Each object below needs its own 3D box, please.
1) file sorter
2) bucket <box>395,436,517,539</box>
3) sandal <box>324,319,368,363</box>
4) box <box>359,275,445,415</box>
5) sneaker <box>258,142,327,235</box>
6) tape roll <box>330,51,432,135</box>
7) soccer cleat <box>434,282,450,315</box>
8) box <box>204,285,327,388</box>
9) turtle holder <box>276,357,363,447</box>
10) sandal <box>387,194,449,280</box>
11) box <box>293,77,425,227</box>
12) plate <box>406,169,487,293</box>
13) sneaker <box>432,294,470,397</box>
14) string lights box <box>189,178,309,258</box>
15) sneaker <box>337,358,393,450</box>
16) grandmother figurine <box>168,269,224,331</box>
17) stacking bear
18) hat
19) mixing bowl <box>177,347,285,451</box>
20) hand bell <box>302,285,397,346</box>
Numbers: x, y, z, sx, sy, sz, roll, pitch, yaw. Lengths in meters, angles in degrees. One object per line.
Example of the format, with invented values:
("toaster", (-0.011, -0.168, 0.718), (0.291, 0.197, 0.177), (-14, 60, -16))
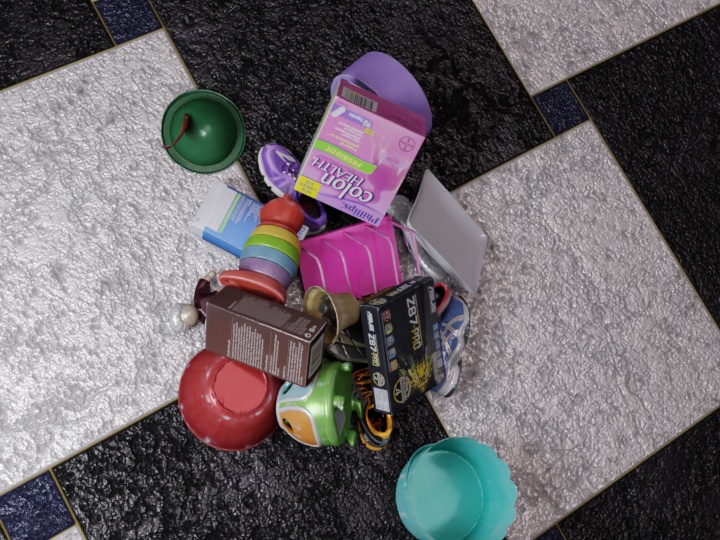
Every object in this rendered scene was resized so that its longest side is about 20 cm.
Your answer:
("file sorter", (0.000, 0.000, 1.638), (0.198, 0.125, 0.140), (-17, 110, -19))
("bucket", (0.164, 0.401, 1.588), (0.205, 0.135, 0.210), (4, 74, -14))
("sandal", (0.005, 0.136, 1.596), (0.199, 0.057, 0.081), (16, 63, -30))
("box", (0.076, 0.129, 1.558), (0.161, 0.049, 0.202), (-26, 114, -46))
("sneaker", (-0.120, -0.166, 1.703), (0.080, 0.083, 0.201), (-33, 84, -21))
("tape roll", (0.039, -0.316, 1.724), (0.085, 0.200, 0.200), (-41, 88, -22))
("soccer cleat", (0.096, 0.100, 1.673), (0.067, 0.077, 0.200), (41, 79, 14))
("box", (-0.161, 0.110, 1.495), (0.198, 0.101, 0.075), (18, 33, 15))
("turtle holder", (-0.073, 0.217, 1.553), (0.130, 0.141, 0.187), (-5, 59, 13))
("sandal", (0.115, -0.061, 1.757), (0.082, 0.050, 0.204), (-15, 66, -33))
("box", (-0.001, -0.213, 1.615), (0.174, 0.201, 0.097), (24, 30, -9))
("plate", (0.165, -0.072, 1.717), (0.200, 0.032, 0.200), (45, 34, -18))
("sneaker", (0.159, 0.136, 1.694), (0.076, 0.076, 0.202), (16, 67, -8))
("string lights box", (-0.208, -0.075, 1.667), (0.199, 0.059, 0.103), (28, 70, -6))
("sneaker", (0.016, 0.227, 1.631), (0.078, 0.077, 0.202), (-19, 79, -17))
("grandmother figurine", (-0.257, 0.057, 1.618), (0.198, 0.061, 0.122), (-23, 73, -22))
("stacking bear", (-0.158, -0.041, 1.584), (0.113, 0.122, 0.202), (5, 60, 20))
("hat", (-0.285, -0.280, 1.640), (0.164, 0.176, 0.202), (3, 74, -14))
("mixing bowl", (-0.217, 0.210, 1.558), (0.198, 0.108, 0.202), (4, 73, -14))
("hand bell", (0.008, 0.058, 1.551), (0.199, 0.104, 0.105), (-14, 78, -36))
